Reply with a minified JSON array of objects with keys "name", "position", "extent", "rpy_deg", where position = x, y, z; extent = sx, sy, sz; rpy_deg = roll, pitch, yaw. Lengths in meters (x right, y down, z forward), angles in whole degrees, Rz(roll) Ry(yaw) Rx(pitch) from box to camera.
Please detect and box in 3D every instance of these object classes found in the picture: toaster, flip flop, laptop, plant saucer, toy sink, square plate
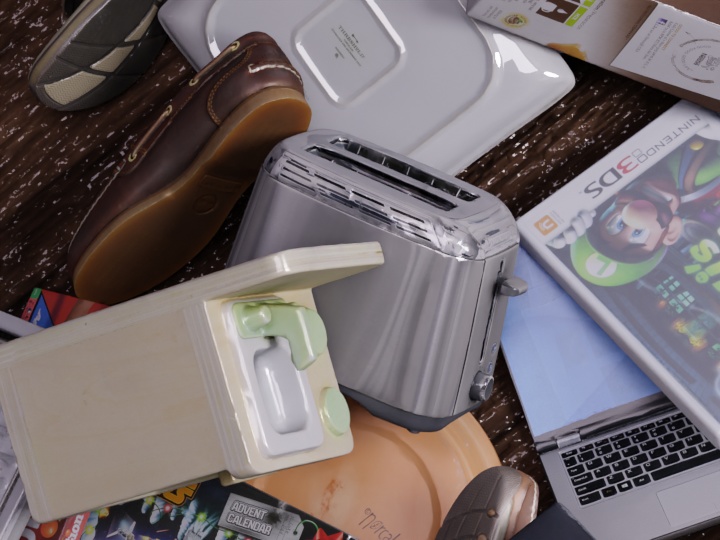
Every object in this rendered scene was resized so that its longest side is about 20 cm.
[{"name":"toaster","position":[0.000,0.000,1.636],"extent":[0.200,0.114,0.129],"rpy_deg":[24,108,20]},{"name":"flip flop","position":[-0.150,-0.189,1.737],"extent":[0.058,0.081,0.200],"rpy_deg":[23,81,30]},{"name":"laptop","position":[0.185,0.052,1.635],"extent":[0.187,0.200,0.116],"rpy_deg":[-19,118,1]},{"name":"plant saucer","position":[-0.009,0.151,1.674],"extent":[0.200,0.032,0.201],"rpy_deg":[-1,79,4]},{"name":"toy sink","position":[-0.082,0.066,1.546],"extent":[0.200,0.130,0.112],"rpy_deg":[-18,85,25]},{"name":"square plate","position":[-0.003,-0.135,1.682],"extent":[0.198,0.028,0.200],"rpy_deg":[-37,86,21]}]

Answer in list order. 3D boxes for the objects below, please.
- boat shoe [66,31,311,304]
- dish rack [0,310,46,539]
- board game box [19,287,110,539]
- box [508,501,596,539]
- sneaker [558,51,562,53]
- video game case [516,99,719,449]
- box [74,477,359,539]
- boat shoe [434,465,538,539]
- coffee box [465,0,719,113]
[{"name":"boat shoe","position":[-0.109,-0.062,1.691],"extent":[0.200,0.070,0.070],"rpy_deg":[-42,53,20]},{"name":"dish rack","position":[-0.251,0.120,1.668],"extent":[0.172,0.044,0.200],"rpy_deg":[18,79,40]},{"name":"board game box","position":[-0.196,0.112,1.675],"extent":[0.103,0.019,0.200],"rpy_deg":[12,75,37]},{"name":"box","position":[0.101,0.276,1.541],"extent":[0.200,0.198,0.123],"rpy_deg":[-39,36,-4]},{"name":"sneaker","position":[0.067,-0.145,1.713],"extent":[0.200,0.066,0.079],"rpy_deg":[9,86,8]},{"name":"video game case","position":[0.221,-0.014,1.648],"extent":[0.182,0.023,0.200],"rpy_deg":[-36,58,-10]},{"name":"box","position":[-0.108,0.182,1.639],"extent":[0.200,0.040,0.137],"rpy_deg":[23,82,29]},{"name":"boat shoe","position":[0.077,0.210,1.621],"extent":[0.072,0.076,0.200],"rpy_deg":[8,105,-21]},{"name":"coffee box","position":[0.173,-0.179,1.646],"extent":[0.200,0.080,0.114],"rpy_deg":[20,56,-15]}]
